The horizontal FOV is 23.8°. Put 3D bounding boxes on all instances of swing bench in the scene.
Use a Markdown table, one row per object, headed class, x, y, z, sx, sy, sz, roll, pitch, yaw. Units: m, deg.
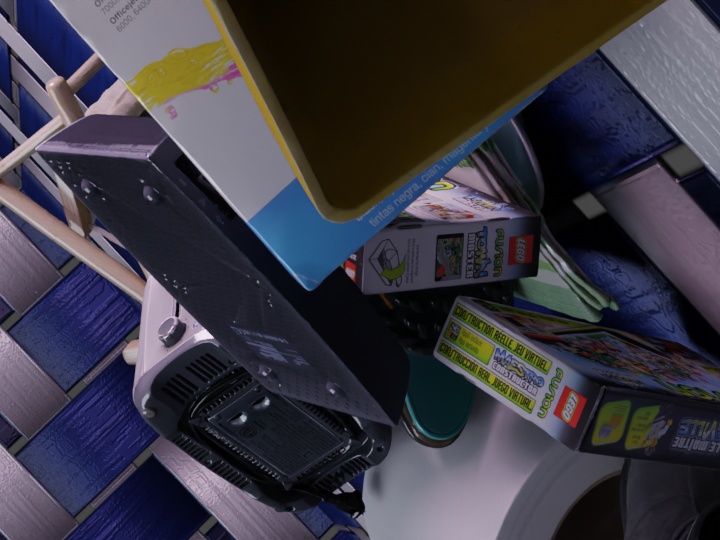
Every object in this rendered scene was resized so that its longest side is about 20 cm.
| class | x | y | z | sx | sy | sz | roll | pitch | yaw |
| --- | --- | --- | --- | --- | --- | --- | --- | --- | --- |
| swing bench | -0.140 | -0.078 | 1.221 | 0.129 | 0.199 | 0.200 | -29 | 108 | 40 |

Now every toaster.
| class | x | y | z | sx | sy | sz | roll | pitch | yaw |
| --- | --- | --- | --- | --- | --- | --- | --- | --- | --- |
| toaster | -0.059 | 0.062 | 1.105 | 0.200 | 0.113 | 0.130 | 39 | -153 | -35 |

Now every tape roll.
| class | x | y | z | sx | sy | sz | roll | pitch | yaw |
| --- | --- | --- | --- | --- | --- | --- | --- | --- | --- |
| tape roll | 0.120 | 0.152 | 1.142 | 0.139 | 0.203 | 0.203 | 30 | 159 | 49 |

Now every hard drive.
| class | x | y | z | sx | sy | sz | roll | pitch | yaw |
| --- | --- | --- | --- | --- | --- | --- | --- | --- | --- |
| hard drive | -0.064 | -0.003 | 0.868 | 0.134 | 0.042 | 0.200 | 9 | 146 | 54 |

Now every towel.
| class | x | y | z | sx | sy | sz | roll | pitch | yaw |
| --- | --- | --- | --- | --- | --- | --- | --- | --- | --- |
| towel | 0.059 | -0.055 | 1.007 | 0.200 | 0.023 | 0.152 | 49 | 168 | -21 |

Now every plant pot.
| class | x | y | z | sx | sy | sz | roll | pitch | yaw |
| --- | --- | --- | --- | --- | --- | --- | --- | --- | --- |
| plant pot | -0.001 | -0.178 | 0.583 | 0.177 | 0.199 | 0.200 | 51 | 173 | 37 |

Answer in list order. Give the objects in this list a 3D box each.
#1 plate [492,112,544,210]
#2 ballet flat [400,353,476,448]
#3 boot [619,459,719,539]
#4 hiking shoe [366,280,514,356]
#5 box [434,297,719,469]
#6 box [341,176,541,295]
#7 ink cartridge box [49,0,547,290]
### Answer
| class | x | y | z | sx | sy | sz | roll | pitch | yaw |
| --- | --- | --- | --- | --- | --- | --- | --- | --- | --- |
| plate | 0.041 | -0.111 | 0.996 | 0.200 | 0.026 | 0.200 | 44 | 168 | 12 |
| ballet flat | 0.038 | 0.021 | 1.110 | 0.067 | 0.202 | 0.068 | 8 | 161 | -24 |
| boot | 0.193 | 0.149 | 0.984 | 0.069 | 0.201 | 0.132 | 17 | 158 | -4 |
| hiking shoe | 0.000 | 0.000 | 1.018 | 0.199 | 0.075 | 0.087 | 6 | -157 | -29 |
| box | 0.145 | 0.064 | 0.910 | 0.199 | 0.035 | 0.110 | 12 | -165 | -44 |
| box | 0.002 | -0.033 | 0.960 | 0.200 | 0.109 | 0.035 | 29 | 120 | 59 |
| ink cartridge box | -0.026 | -0.127 | 0.783 | 0.200 | 0.144 | 0.147 | 48 | -160 | -7 |
